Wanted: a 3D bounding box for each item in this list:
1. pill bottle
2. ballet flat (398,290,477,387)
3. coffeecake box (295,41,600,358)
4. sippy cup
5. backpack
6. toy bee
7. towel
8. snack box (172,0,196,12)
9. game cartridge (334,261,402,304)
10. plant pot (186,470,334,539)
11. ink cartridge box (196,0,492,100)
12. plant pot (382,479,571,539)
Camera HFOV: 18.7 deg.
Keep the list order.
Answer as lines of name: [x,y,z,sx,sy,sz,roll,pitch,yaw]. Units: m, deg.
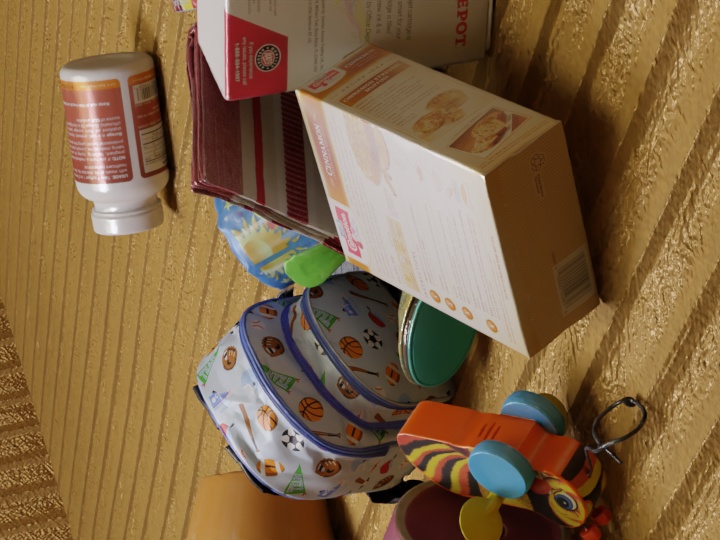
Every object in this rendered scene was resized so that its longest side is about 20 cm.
pill bottle: [-0.285,-0.148,2.565,0.112,0.112,0.201,-147,49,-66]
ballet flat: [0.062,-0.006,1.674,0.071,0.071,0.200,-123,33,-49]
coffeecake box: [0.059,-0.051,1.498,0.200,0.073,0.154,28,145,45]
sippy cup: [-0.042,-0.056,1.764,0.140,0.130,0.178,58,-164,6]
backpack: [-0.031,0.098,1.785,0.200,0.190,0.154,49,126,20]
toy bee: [0.121,0.147,1.522,0.200,0.131,0.109,23,148,56]
towel: [-0.048,-0.089,1.631,0.023,0.200,0.144,-31,49,38]
snack box: [-0.147,-0.352,2.091,0.169,0.068,0.201,-169,70,-71]
game cartridge: [0.000,0.000,1.915,0.133,0.041,0.201,-125,29,-59]
plant pot: [-0.101,0.300,2.192,0.200,0.200,0.184,135,136,-69]
ink cartridge box: [-0.012,-0.213,1.546,0.086,0.199,0.148,-120,26,-46]
plant pot: [0.077,0.256,1.583,0.200,0.199,0.179,-128,37,-54]
